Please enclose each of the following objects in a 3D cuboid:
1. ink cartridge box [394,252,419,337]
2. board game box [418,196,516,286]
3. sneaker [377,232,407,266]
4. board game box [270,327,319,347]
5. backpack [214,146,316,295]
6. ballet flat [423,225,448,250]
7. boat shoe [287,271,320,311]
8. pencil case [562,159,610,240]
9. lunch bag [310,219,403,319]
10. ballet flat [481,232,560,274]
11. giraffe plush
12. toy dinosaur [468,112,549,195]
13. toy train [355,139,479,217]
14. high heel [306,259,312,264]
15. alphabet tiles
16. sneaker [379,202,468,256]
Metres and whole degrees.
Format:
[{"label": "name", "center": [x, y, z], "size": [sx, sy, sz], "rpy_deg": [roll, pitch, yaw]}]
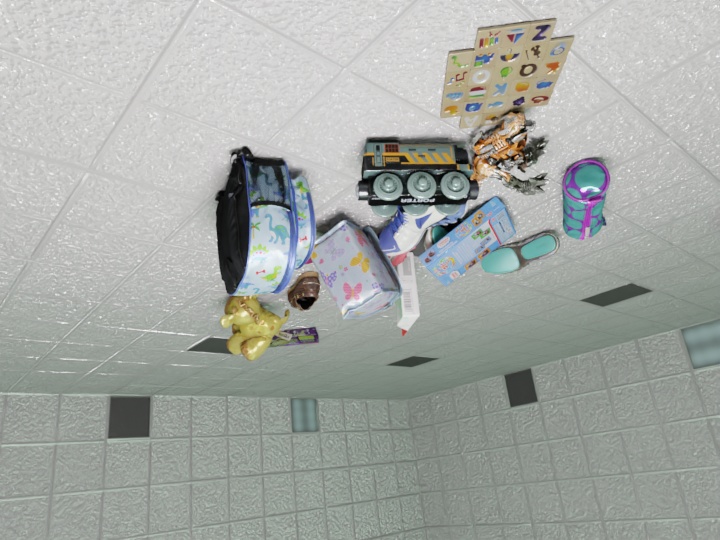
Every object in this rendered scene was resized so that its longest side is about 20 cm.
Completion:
[{"label": "ink cartridge box", "center": [0.099, 0.066, 1.350], "size": [0.049, 0.163, 0.200], "rpy_deg": [0, 158, -10]}, {"label": "board game box", "center": [0.233, -0.056, 1.153], "size": [0.199, 0.037, 0.151], "rpy_deg": [-39, 151, 9]}, {"label": "sneaker", "center": [0.061, -0.024, 1.233], "size": [0.086, 0.075, 0.200], "rpy_deg": [2, 157, -24]}, {"label": "board game box", "center": [-0.245, 0.233, 1.851], "size": [0.197, 0.033, 0.120], "rpy_deg": [-5, 154, -2]}, {"label": "backpack", "center": [-0.156, -0.063, 0.890], "size": [0.145, 0.202, 0.183], "rpy_deg": [4, 156, -25]}, {"label": "ballet flat", "center": [0.185, -0.052, 1.225], "size": [0.069, 0.070, 0.199], "rpy_deg": [-21, 156, 32]}, {"label": "boat shoe", "center": [-0.151, 0.071, 1.413], "size": [0.069, 0.071, 0.200], "rpy_deg": [-2, 159, -16]}, {"label": "pencil case", "center": [0.438, -0.132, 1.051], "size": [0.084, 0.094, 0.200], "rpy_deg": [-13, 157, 17]}, {"label": "lunch bag", "center": [0.000, 0.000, 1.104], "size": [0.126, 0.171, 0.200], "rpy_deg": [-32, 166, 12]}, {"label": "ballet flat", "center": [0.394, -0.038, 1.315], "size": [0.199, 0.073, 0.072], "rpy_deg": [-22, 154, 35]}, {"label": "giraffe plush", "center": [-0.299, 0.129, 1.430], "size": [0.198, 0.174, 0.162], "rpy_deg": [-7, 140, 31]}, {"label": "toy dinosaur", "center": [0.234, -0.187, 0.889], "size": [0.134, 0.103, 0.200], "rpy_deg": [13, 177, -10]}, {"label": "toy train", "center": [0.089, -0.151, 0.854], "size": [0.197, 0.115, 0.085], "rpy_deg": [-2, 160, -3]}, {"label": "high heel", "center": [-0.108, -0.058, 1.100], "size": [0.095, 0.068, 0.200], "rpy_deg": [10, 170, -15]}, {"label": "alphabet tiles", "center": [0.198, -0.266, 0.754], "size": [0.164, 0.006, 0.200], "rpy_deg": [-8, 158, 1]}, {"label": "sneaker", "center": [0.095, -0.112, 1.030], "size": [0.114, 0.081, 0.199], "rpy_deg": [20, 141, -41]}]
